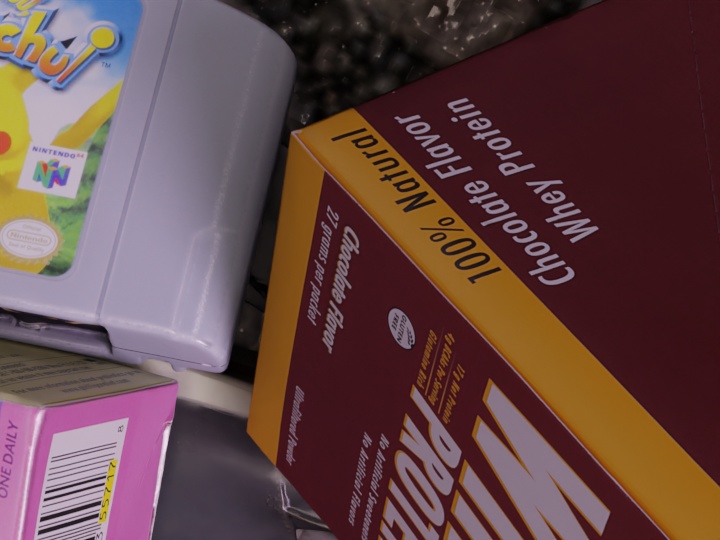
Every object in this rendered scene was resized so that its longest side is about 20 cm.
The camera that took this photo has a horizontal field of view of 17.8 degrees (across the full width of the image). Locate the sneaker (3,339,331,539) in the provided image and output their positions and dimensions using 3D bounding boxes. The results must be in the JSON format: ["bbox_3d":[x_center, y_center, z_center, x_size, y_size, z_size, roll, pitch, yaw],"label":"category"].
[{"bbox_3d":[-0.045,0.086,0.787,0.199,0.075,0.107,20,98,6],"label":"sneaker"}]

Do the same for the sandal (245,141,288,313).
[{"bbox_3d":[-0.001,0.000,0.789,0.199,0.043,0.077,22,94,-3],"label":"sandal"}]

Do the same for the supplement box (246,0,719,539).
[{"bbox_3d":[0.106,0.032,0.672,0.199,0.133,0.197,-25,56,-29],"label":"supplement box"}]

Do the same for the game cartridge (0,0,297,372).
[{"bbox_3d":[-0.126,-0.047,0.755,0.198,0.041,0.134,10,62,3],"label":"game cartridge"}]

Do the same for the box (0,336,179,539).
[{"bbox_3d":[-0.178,0.102,0.732,0.199,0.097,0.177,13,96,20],"label":"box"}]
